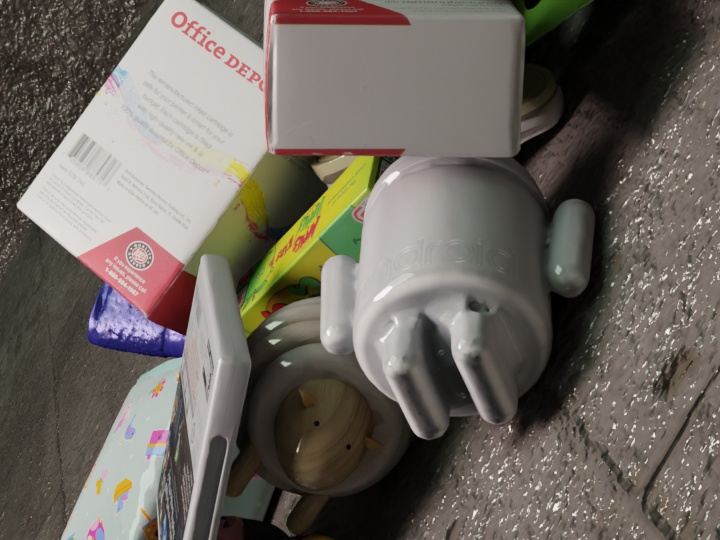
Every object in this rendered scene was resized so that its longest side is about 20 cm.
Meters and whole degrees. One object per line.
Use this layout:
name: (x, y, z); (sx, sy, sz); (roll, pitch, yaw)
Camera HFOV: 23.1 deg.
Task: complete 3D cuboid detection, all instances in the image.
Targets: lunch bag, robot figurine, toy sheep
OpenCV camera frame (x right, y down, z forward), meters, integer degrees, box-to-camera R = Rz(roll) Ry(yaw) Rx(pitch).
lunch bag: (-0.150, 0.166, 1.358); (0.200, 0.121, 0.172); (-15, 51, 59)
robot figurine: (0.055, 0.003, 1.019); (0.168, 0.113, 0.201); (-11, 39, 14)
toy sheep: (-0.025, 0.081, 1.115); (0.138, 0.137, 0.200); (-57, 13, 17)

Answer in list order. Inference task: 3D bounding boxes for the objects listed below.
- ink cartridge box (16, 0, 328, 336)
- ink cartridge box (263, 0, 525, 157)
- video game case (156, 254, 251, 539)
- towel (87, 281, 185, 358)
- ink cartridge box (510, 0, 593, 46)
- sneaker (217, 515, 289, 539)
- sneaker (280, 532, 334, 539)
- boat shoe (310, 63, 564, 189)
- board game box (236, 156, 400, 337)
ink cartridge box: (-0.115, -0.072, 1.288); (0.201, 0.145, 0.145); (-53, -24, 2)
ink cartridge box: (0.014, -0.133, 1.063); (0.200, 0.145, 0.084); (-103, 14, -71)
video game case: (-0.101, 0.105, 1.107); (0.200, 0.023, 0.183); (-115, 35, -70)
towel: (-0.108, 0.003, 1.374); (0.050, 0.198, 0.149); (31, -110, -67)
ink cartridge box: (0.142, -0.247, 1.139); (0.200, 0.076, 0.149); (-34, 31, 37)
sneaker: (-0.110, 0.256, 1.175); (0.201, 0.082, 0.070); (-65, 18, -4)
sneaker: (-0.059, 0.244, 1.057); (0.082, 0.077, 0.201); (-38, 31, 51)
boat shoe: (0.061, -0.082, 1.193); (0.199, 0.069, 0.075); (-15, 30, 40)
board game box: (0.000, 0.000, 1.197); (0.200, 0.101, 0.048); (-43, 27, 46)
